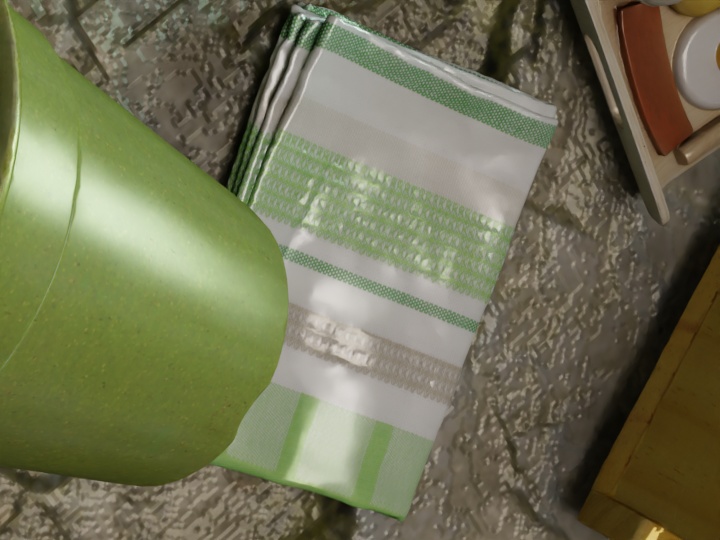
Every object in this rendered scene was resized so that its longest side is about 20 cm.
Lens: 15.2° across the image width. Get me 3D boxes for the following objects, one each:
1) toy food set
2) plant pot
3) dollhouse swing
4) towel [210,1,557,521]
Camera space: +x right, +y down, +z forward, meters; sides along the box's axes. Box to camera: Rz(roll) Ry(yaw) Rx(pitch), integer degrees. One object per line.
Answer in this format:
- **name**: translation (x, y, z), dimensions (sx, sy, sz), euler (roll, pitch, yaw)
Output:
- **toy food set**: translation (0.185, -0.132, 1.236), dimensions (0.200, 0.060, 0.144), euler (-33, 115, -21)
- **plant pot**: translation (-0.130, 0.000, 1.014), dimensions (0.190, 0.200, 0.201), euler (26, 87, -44)
- **dollhouse swing**: translation (0.227, 0.070, 1.221), dimensions (0.181, 0.176, 0.201), euler (31, 86, -40)
- **towel**: translation (0.000, 0.000, 1.171), dimensions (0.149, 0.031, 0.201), euler (19, 90, -32)
